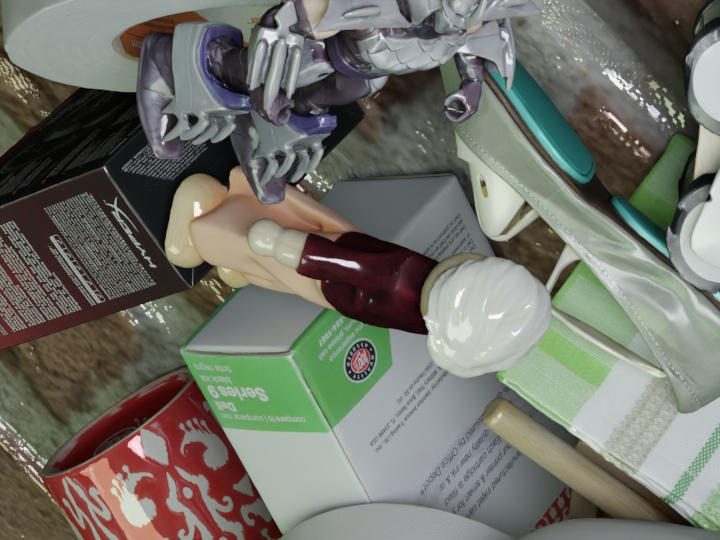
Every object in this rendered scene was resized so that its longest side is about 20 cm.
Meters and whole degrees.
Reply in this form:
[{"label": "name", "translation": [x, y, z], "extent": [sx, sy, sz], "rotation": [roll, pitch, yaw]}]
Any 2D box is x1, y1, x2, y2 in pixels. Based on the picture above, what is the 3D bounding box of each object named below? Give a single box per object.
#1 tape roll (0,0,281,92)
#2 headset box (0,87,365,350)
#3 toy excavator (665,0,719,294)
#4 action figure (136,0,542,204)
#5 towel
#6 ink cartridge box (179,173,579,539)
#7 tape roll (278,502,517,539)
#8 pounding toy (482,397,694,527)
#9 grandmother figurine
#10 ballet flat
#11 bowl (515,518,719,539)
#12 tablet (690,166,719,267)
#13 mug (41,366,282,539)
[{"label": "tape roll", "translation": [-0.057, -0.131, 1.280], "extent": [0.200, 0.200, 0.066], "rotation": [-17, 73, 50]}, {"label": "headset box", "translation": [-0.118, -0.042, 1.461], "extent": [0.200, 0.149, 0.077], "rotation": [-19, 111, 49]}, {"label": "toy excavator", "translation": [0.226, -0.014, 1.204], "extent": [0.199, 0.100, 0.195], "rotation": [6, 105, 9]}, {"label": "action figure", "translation": [-0.006, -0.084, 1.183], "extent": [0.200, 0.130, 0.070], "rotation": [-20, 69, 53]}, {"label": "towel", "translation": [0.179, 0.049, 1.285], "extent": [0.200, 0.149, 0.031], "rotation": [35, 163, 13]}, {"label": "ink cartridge box", "translation": [0.021, 0.076, 1.448], "extent": [0.084, 0.146, 0.200], "rotation": [-1, 125, 43]}, {"label": "tape roll", "translation": [0.033, 0.198, 1.406], "extent": [0.202, 0.037, 0.203], "rotation": [13, 131, 15]}, {"label": "pounding toy", "translation": [0.164, 0.124, 1.365], "extent": [0.184, 0.142, 0.200], "rotation": [25, 140, 22]}, {"label": "grandmother figurine", "translation": [0.000, 0.000, 1.283], "extent": [0.200, 0.121, 0.061], "rotation": [17, 94, 43]}, {"label": "ballet flat", "translation": [0.086, -0.020, 1.245], "extent": [0.200, 0.067, 0.064], "rotation": [46, 104, 1]}, {"label": "bowl", "translation": [0.160, 0.181, 1.260], "extent": [0.200, 0.075, 0.200], "rotation": [4, 136, 53]}, {"label": "tablet", "translation": [0.242, -0.028, 1.148], "extent": [0.199, 0.014, 0.131], "rotation": [22, 105, -2]}, {"label": "mug", "translation": [-0.093, 0.170, 1.664], "extent": [0.177, 0.133, 0.200], "rotation": [-20, 107, 49]}]
